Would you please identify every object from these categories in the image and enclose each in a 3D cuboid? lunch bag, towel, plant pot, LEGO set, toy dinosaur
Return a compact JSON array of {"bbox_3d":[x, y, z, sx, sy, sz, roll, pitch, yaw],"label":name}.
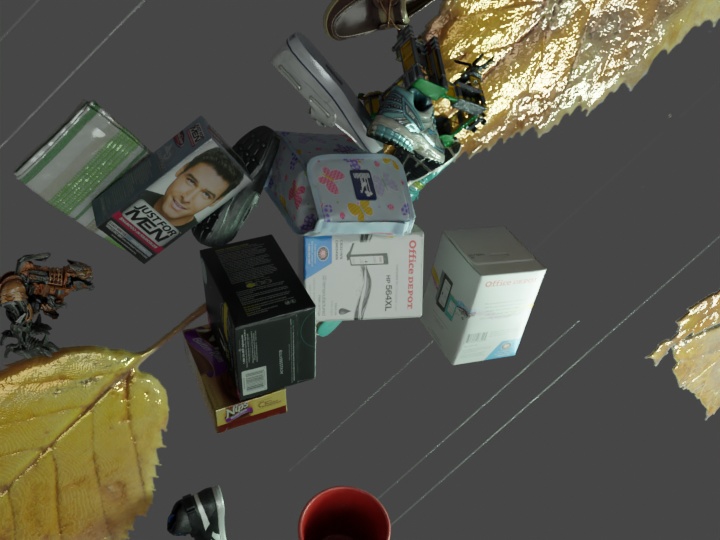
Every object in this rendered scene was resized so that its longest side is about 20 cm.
[{"bbox_3d":[-0.027,-0.121,1.208,0.168,0.201,0.128,-1,126,-28],"label":"lunch bag"},{"bbox_3d":[-0.353,-0.128,1.139,0.149,0.031,0.200,-40,136,7],"label":"towel"},{"bbox_3d":[-0.041,0.601,1.786,0.198,0.201,0.179,-14,139,-20],"label":"plant pot"},{"bbox_3d":[0.095,-0.281,1.242,0.198,0.117,0.154,7,151,-29],"label":"LEGO set"},{"bbox_3d":[-0.482,0.044,1.172,0.197,0.102,0.137,-5,114,-4],"label":"toy dinosaur"}]

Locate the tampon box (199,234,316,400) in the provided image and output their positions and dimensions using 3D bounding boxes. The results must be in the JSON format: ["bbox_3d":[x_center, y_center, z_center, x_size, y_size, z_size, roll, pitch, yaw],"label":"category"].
[{"bbox_3d":[-0.161,0.068,1.278,0.125,0.200,0.151,-13,129,-20],"label":"tampon box"}]

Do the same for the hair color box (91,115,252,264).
[{"bbox_3d":[-0.261,-0.109,1.138,0.199,0.061,0.099,-36,137,7],"label":"hair color box"}]

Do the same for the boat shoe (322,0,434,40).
[{"bbox_3d":[0.044,-0.372,1.139,0.198,0.072,0.073,-27,134,-9],"label":"boat shoe"}]

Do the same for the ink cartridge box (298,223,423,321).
[{"bbox_3d":[0.000,0.000,1.340,0.197,0.084,0.148,-2,104,-11],"label":"ink cartridge box"}]

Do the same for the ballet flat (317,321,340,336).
[{"bbox_3d":[-0.016,0.030,1.427,0.199,0.070,0.070,-39,134,-3],"label":"ballet flat"}]

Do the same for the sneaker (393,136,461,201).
[{"bbox_3d":[0.079,-0.154,1.347,0.199,0.078,0.080,-37,154,7],"label":"sneaker"}]

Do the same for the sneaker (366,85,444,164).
[{"bbox_3d":[0.084,-0.207,1.165,0.200,0.077,0.087,2,111,-67],"label":"sneaker"}]

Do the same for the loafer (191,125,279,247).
[{"bbox_3d":[-0.178,-0.122,1.220,0.202,0.068,0.070,-56,152,13],"label":"loafer"}]

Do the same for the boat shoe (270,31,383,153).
[{"bbox_3d":[-0.047,-0.239,1.164,0.065,0.074,0.201,-36,100,20],"label":"boat shoe"}]

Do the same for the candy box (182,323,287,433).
[{"bbox_3d":[-0.205,0.161,1.325,0.115,0.200,0.057,-14,130,-20],"label":"candy box"}]

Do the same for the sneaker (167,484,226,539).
[{"bbox_3d":[-0.327,0.516,1.632,0.111,0.073,0.202,-9,120,-19],"label":"sneaker"}]

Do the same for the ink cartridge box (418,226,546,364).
[{"bbox_3d":[0.220,0.043,1.516,0.145,0.146,0.202,-5,127,-26],"label":"ink cartridge box"}]
